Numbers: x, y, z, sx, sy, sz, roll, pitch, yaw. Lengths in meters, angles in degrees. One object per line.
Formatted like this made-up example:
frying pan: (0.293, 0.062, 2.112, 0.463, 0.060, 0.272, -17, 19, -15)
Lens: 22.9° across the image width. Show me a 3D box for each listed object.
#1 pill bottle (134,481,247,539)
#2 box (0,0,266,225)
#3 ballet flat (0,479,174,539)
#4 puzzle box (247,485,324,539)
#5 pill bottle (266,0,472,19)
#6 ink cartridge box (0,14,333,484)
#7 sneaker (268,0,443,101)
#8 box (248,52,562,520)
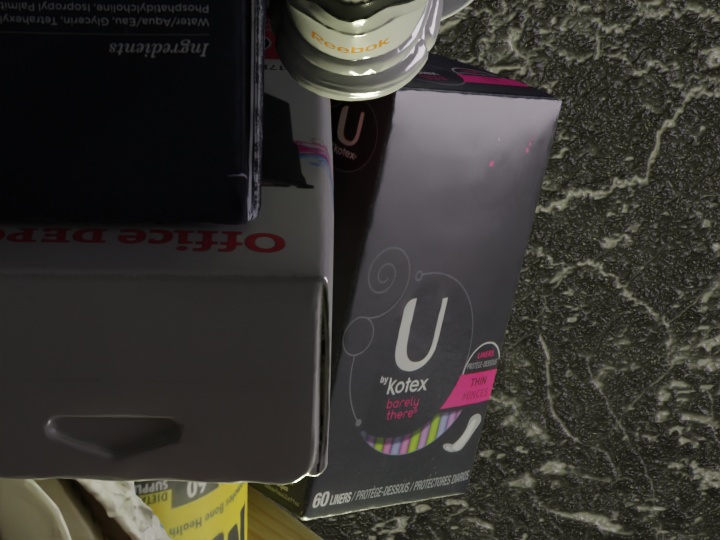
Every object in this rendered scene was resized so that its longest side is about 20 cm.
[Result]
pill bottle: (-0.107, 0.130, 0.801, 0.115, 0.113, 0.202, -93, -176, -61)
box: (-0.089, -0.151, 0.596, 0.201, 0.122, 0.198, -93, -176, -56)
ballet flat: (-0.107, 0.120, 0.694, 0.072, 0.071, 0.201, -93, 159, -60)
puzzle box: (-0.083, 0.129, 0.912, 0.025, 0.199, 0.133, -49, 163, -24)
pill bottle: (-0.007, -0.162, 0.803, 0.200, 0.113, 0.116, -145, -125, -72)
ink cartridge box: (-0.082, -0.018, 0.654, 0.201, 0.146, 0.086, -94, -175, -59)
sneaker: (0.006, -0.162, 0.591, 0.080, 0.073, 0.202, 94, -4, -72)
box: (0.000, 0.000, 0.839, 0.106, 0.122, 0.202, 24, -71, 40)
